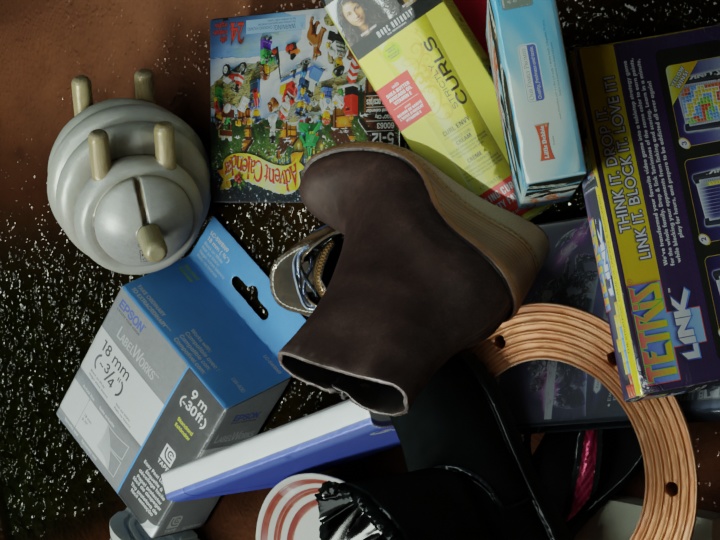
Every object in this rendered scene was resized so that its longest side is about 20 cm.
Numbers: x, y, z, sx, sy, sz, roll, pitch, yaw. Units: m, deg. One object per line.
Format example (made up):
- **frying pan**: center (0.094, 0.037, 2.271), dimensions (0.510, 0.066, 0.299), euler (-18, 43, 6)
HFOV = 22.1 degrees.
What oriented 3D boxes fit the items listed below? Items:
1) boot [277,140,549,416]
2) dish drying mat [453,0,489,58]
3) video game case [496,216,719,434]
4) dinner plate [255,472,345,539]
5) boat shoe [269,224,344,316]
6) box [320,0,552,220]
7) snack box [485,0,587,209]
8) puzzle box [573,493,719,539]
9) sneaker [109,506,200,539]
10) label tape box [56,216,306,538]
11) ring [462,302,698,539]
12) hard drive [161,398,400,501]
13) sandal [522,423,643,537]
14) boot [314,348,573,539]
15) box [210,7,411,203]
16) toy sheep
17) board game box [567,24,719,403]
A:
- **boot**: center (0.000, 0.000, 1.135), dimensions (0.199, 0.166, 0.073), euler (21, 138, 35)
- **dish drying mat**: center (0.068, -0.105, 1.261), dimensions (0.076, 0.018, 0.202), euler (10, 99, 44)
- **video game case**: center (0.156, 0.030, 1.155), dimensions (0.199, 0.019, 0.144), euler (-9, 61, 41)
- **dinner plate**: center (0.001, 0.232, 1.300), dimensions (0.199, 0.024, 0.202), euler (24, 127, 36)
- **boat shoe**: center (-0.008, -0.003, 1.283), dimensions (0.199, 0.072, 0.073), euler (-14, 86, 49)
- **box**: center (0.054, -0.116, 1.206), dimensions (0.075, 0.050, 0.201), euler (-31, 88, 15)
- **snack box**: center (0.100, -0.102, 1.072), dimensions (0.037, 0.200, 0.117), euler (-10, 87, 3)
- **puzzle box**: center (0.145, 0.209, 1.202), dimensions (0.199, 0.025, 0.135), euler (7, 96, 40)
- **sneaker**: center (-0.128, 0.267, 1.417), dimensions (0.200, 0.076, 0.081), euler (44, 129, 36)
- **label tape box**: center (-0.138, 0.080, 1.414), dimensions (0.144, 0.063, 0.201), euler (46, 119, 29)
- **ring**: center (0.122, 0.118, 1.130), dimensions (0.199, 0.019, 0.203), euler (8, 103, 38)
- **hard drive**: center (-0.024, 0.118, 1.273), dimensions (0.199, 0.131, 0.026), euler (-24, 76, 38)
- **sandal**: center (0.126, 0.129, 1.175), dimensions (0.075, 0.045, 0.201), euler (38, 97, 42)
- **boot**: center (0.033, 0.128, 1.088), dimensions (0.073, 0.162, 0.199), euler (-42, 71, 34)
- **box**: center (-0.030, -0.117, 1.321), dimensions (0.199, 0.037, 0.138), euler (2, 93, 45)
- **toy sheep**: center (-0.173, -0.066, 1.386), dimensions (0.139, 0.137, 0.201), euler (-61, 25, 24)
- **board game box**: center (0.214, -0.038, 1.054), dimensions (0.164, 0.057, 0.202), euler (-9, 83, -3)
